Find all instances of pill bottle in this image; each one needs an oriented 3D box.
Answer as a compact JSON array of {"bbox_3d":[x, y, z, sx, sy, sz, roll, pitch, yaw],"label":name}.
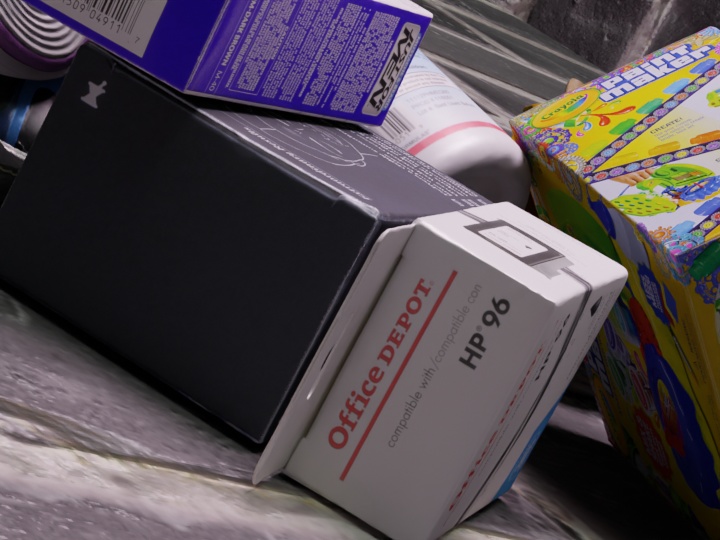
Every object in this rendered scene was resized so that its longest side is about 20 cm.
[{"bbox_3d":[-0.014,-0.079,1.246,0.200,0.109,0.109,47,19,30],"label":"pill bottle"}]

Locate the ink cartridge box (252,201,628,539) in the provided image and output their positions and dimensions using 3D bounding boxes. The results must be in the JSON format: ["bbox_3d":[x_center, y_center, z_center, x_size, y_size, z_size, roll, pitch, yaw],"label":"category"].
[{"bbox_3d":[0.037,0.041,0.992,0.068,0.116,0.200,30,12,13],"label":"ink cartridge box"}]

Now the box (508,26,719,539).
[{"bbox_3d":[0.185,0.018,1.190,0.193,0.122,0.201,48,-20,61],"label":"box"}]

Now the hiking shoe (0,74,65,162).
[{"bbox_3d":[-0.144,-0.074,1.216,0.087,0.075,0.200,35,23,16],"label":"hiking shoe"}]

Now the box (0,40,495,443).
[{"bbox_3d":[-0.043,-0.014,1.068,0.148,0.107,0.200,31,10,17],"label":"box"}]

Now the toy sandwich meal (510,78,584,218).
[{"bbox_3d":[0.116,-0.017,1.414,0.070,0.206,0.205,-7,5,11],"label":"toy sandwich meal"}]

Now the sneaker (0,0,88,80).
[{"bbox_3d":[-0.146,-0.130,1.173,0.199,0.075,0.099,-1,10,-43],"label":"sneaker"}]

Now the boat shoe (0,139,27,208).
[{"bbox_3d":[-0.204,-0.076,1.064,0.199,0.068,0.072,27,9,-13],"label":"boat shoe"}]

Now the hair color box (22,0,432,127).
[{"bbox_3d":[-0.059,-0.118,1.059,0.109,0.065,0.200,30,9,20],"label":"hair color box"}]
